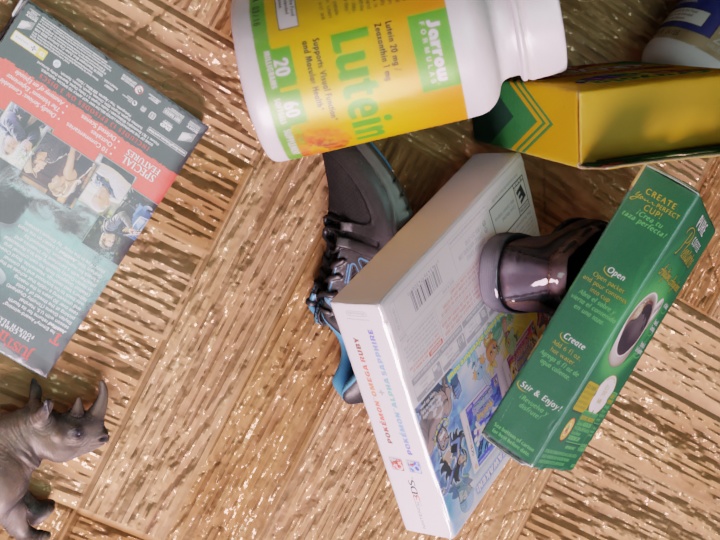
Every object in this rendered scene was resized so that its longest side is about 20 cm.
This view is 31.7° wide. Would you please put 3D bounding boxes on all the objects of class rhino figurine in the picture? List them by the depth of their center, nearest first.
[{"bbox_3d":[-0.240,0.145,0.832,0.200,0.060,0.088,-45,114,-7],"label":"rhino figurine"}]

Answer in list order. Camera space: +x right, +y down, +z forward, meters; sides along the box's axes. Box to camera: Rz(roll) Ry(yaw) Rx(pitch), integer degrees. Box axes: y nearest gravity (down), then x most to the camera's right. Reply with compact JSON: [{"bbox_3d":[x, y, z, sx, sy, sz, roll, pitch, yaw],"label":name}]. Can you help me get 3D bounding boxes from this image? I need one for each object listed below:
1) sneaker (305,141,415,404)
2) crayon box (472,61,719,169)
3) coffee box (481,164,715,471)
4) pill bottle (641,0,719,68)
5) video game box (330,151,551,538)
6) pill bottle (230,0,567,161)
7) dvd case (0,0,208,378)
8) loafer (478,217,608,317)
[{"bbox_3d":[0.000,0.000,0.878,0.081,0.073,0.202,-19,105,-11],"label":"sneaker"},{"bbox_3d":[0.169,-0.107,0.846,0.126,0.200,0.051,-8,104,-18],"label":"crayon box"},{"bbox_3d":[0.161,0.037,0.835,0.201,0.044,0.123,-60,157,4],"label":"coffee box"},{"bbox_3d":[0.306,-0.199,0.920,0.115,0.116,0.201,38,87,-22],"label":"pill bottle"},{"bbox_3d":[0.071,0.045,0.862,0.200,0.046,0.184,-44,124,-44],"label":"video game box"},{"bbox_3d":[0.026,-0.144,0.804,0.198,0.111,0.112,-13,106,6],"label":"pill bottle"},{"bbox_3d":[-0.211,-0.050,0.821,0.145,0.022,0.201,33,88,-22],"label":"dvd case"},{"bbox_3d":[0.155,0.001,0.885,0.199,0.062,0.073,-7,97,-55],"label":"loafer"}]
